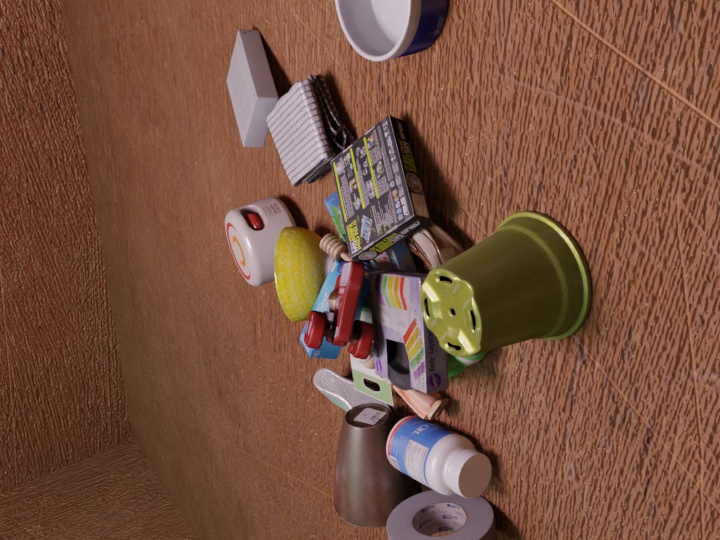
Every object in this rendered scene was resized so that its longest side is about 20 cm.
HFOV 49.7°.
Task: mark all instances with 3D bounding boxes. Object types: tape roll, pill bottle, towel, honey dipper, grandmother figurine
[{"bbox_3d":[0.150,0.484,1.428,0.200,0.200,0.066,13,119,55],"label":"tape roll"},{"bbox_3d":[0.147,0.349,1.445,0.200,0.112,0.113,12,117,54],"label":"pill bottle"},{"bbox_3d":[-0.099,-0.273,1.527,0.200,0.085,0.166,-28,81,61],"label":"towel"},{"bbox_3d":[0.000,0.000,1.490,0.200,0.038,0.038,41,140,25],"label":"honey dipper"},{"bbox_3d":[0.069,0.204,1.471,0.200,0.061,0.121,36,-178,21],"label":"grandmother figurine"}]

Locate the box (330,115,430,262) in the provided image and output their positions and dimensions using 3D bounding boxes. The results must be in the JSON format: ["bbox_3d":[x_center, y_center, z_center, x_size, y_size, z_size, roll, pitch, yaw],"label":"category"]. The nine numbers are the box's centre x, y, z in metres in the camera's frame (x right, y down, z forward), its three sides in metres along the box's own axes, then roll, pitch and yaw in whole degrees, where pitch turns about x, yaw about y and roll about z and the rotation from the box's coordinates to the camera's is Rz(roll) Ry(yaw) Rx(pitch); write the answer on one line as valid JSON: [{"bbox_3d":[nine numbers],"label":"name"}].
[{"bbox_3d":[0.030,-0.138,1.327,0.160,0.044,0.201,-34,58,39],"label":"box"}]

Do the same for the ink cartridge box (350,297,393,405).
[{"bbox_3d":[0.028,0.160,1.591,0.145,0.048,0.201,11,116,55],"label":"ink cartridge box"}]

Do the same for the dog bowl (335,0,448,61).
[{"bbox_3d":[0.044,-0.433,1.208,0.200,0.079,0.201,35,135,45],"label":"dog bowl"}]

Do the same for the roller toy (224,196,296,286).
[{"bbox_3d":[-0.213,-0.068,1.763,0.200,0.139,0.183,1,111,69],"label":"roller toy"}]

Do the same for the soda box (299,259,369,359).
[{"bbox_3d":[-0.050,0.080,1.564,0.064,0.068,0.201,53,126,48],"label":"soda box"}]

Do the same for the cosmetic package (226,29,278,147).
[{"bbox_3d":[-0.234,-0.389,1.663,0.151,0.051,0.201,117,142,-53],"label":"cosmetic package"}]

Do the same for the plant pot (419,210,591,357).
[{"bbox_3d":[0.194,0.034,1.123,0.200,0.184,0.201,35,135,45],"label":"plant pot"}]

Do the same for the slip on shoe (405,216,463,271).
[{"bbox_3d":[0.109,-0.067,1.332,0.076,0.060,0.200,64,175,-32],"label":"slip on shoe"}]

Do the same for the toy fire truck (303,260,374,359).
[{"bbox_3d":[-0.030,0.065,1.415,0.200,0.112,0.169,173,110,-82],"label":"toy fire truck"}]

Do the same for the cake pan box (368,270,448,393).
[{"bbox_3d":[0.081,0.102,1.332,0.184,0.052,0.201,-170,75,-65],"label":"cake pan box"}]

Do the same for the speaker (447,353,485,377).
[{"bbox_3d":[0.146,0.142,1.359,0.089,0.088,0.200,64,149,11],"label":"speaker"}]

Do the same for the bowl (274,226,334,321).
[{"bbox_3d":[-0.095,0.003,1.622,0.107,0.200,0.201,-6,106,16],"label":"bowl"}]

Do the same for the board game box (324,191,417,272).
[{"bbox_3d":[0.023,-0.051,1.448,0.200,0.037,0.152,31,153,46],"label":"board game box"}]

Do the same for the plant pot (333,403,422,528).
[{"bbox_3d":[0.026,0.379,1.579,0.187,0.186,0.201,22,125,52],"label":"plant pot"}]

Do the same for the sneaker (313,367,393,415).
[{"bbox_3d":[-0.003,0.286,1.714,0.200,0.074,0.118,31,170,22],"label":"sneaker"}]
